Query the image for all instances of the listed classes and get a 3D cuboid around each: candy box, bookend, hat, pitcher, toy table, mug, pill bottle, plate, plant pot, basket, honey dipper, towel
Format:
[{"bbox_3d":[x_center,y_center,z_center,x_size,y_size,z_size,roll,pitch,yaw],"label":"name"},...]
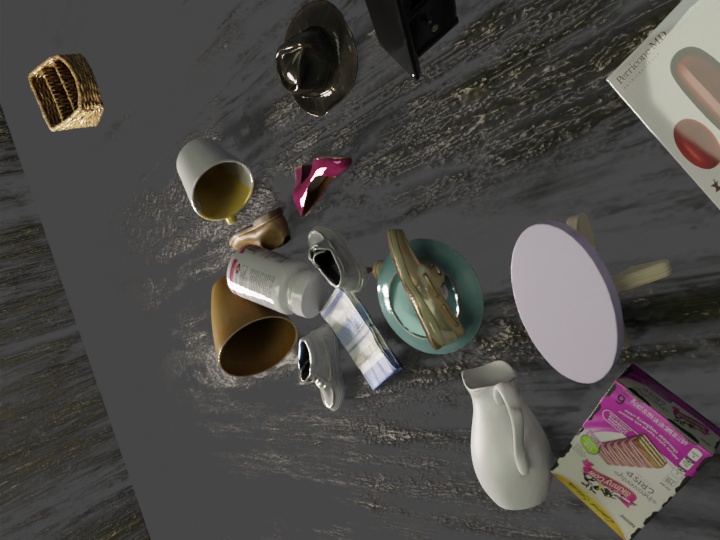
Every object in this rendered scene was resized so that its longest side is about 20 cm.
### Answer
[{"bbox_3d":[0.362,0.247,0.801,0.136,0.060,0.202,40,132,29],"label":"candy box"},{"bbox_3d":[0.104,-0.396,0.785,0.092,0.198,0.200,49,179,21],"label":"bookend"},{"bbox_3d":[-0.099,-0.369,1.044,0.199,0.080,0.204,20,118,42],"label":"hat"},{"bbox_3d":[0.222,0.251,0.887,0.172,0.119,0.204,-53,-52,-88],"label":"pitcher"},{"bbox_3d":[0.283,0.025,0.757,0.182,0.116,0.204,-1,105,47],"label":"toy table"},{"bbox_3d":[-0.342,-0.202,1.338,0.153,0.148,0.189,46,128,35],"label":"mug"},{"bbox_3d":[-0.172,0.024,1.243,0.197,0.113,0.115,18,119,29],"label":"pill bottle"},{"bbox_3d":[0.109,0.048,0.994,0.197,0.025,0.204,12,112,31],"label":"plate"},{"bbox_3d":[-0.268,0.105,1.366,0.201,0.184,0.188,54,138,36],"label":"plant pot"},{"bbox_3d":[-0.879,-0.539,1.782,0.142,0.148,0.203,-29,83,49],"label":"basket"},{"bbox_3d":[0.000,0.000,1.119,0.198,0.038,0.039,-1,105,50],"label":"honey dipper"},{"bbox_3d":[-0.004,0.132,1.163,0.201,0.024,0.147,55,148,11],"label":"towel"}]

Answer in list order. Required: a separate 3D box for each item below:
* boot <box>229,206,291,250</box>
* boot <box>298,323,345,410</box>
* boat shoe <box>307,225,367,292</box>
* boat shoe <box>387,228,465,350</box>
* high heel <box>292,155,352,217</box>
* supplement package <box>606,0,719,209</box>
[{"bbox_3d":[-0.224,-0.069,1.317,0.199,0.073,0.076,-21,100,47],"label":"boot"},{"bbox_3d":[-0.089,0.218,1.258,0.073,0.095,0.204,13,115,44],"label":"boot"},{"bbox_3d":[-0.061,-0.024,1.123,0.201,0.068,0.073,54,127,41],"label":"boat shoe"},{"bbox_3d":[0.102,0.021,0.939,0.072,0.064,0.203,61,-176,-87],"label":"boat shoe"},{"bbox_3d":[-0.071,-0.156,1.103,0.198,0.066,0.098,-3,94,53],"label":"high heel"},{"bbox_3d":[0.383,-0.178,0.542,0.201,0.146,0.192,55,137,15],"label":"supplement package"}]
